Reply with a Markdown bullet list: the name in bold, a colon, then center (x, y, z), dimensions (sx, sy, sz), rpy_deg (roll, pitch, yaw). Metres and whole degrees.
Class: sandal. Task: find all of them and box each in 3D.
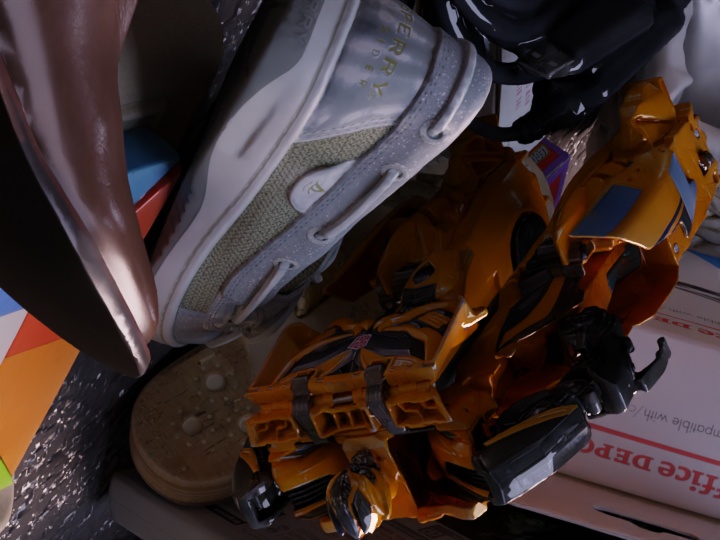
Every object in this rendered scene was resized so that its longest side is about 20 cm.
- **sandal**: center (0.004, 0.004, 0.805), dimensions (0.211, 0.078, 0.070), rpy_deg (-38, 162, -27)

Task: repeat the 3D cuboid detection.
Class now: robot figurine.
- **robot figurine**: center (0.035, 0.013, 0.702), dimensions (0.200, 0.145, 0.058), rpy_deg (-49, 120, -47)

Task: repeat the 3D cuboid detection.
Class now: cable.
- **cable**: center (0.082, -0.148, 0.722), dimensions (0.200, 0.051, 0.164), rpy_deg (-42, 132, -28)

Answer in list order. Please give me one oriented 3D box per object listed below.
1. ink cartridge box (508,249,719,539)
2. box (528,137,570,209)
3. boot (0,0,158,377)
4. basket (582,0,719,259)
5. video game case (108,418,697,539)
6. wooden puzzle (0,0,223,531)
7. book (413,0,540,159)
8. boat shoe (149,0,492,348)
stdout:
- **ink cartridge box**: center (0.119, 0.043, 0.839), dimensions (0.200, 0.115, 0.068), rpy_deg (-61, 166, -75)
- **box**: center (0.023, 0.039, 0.964), dimensions (0.137, 0.039, 0.200), rpy_deg (-42, 158, -29)
- **boot**: center (-0.032, -0.096, 0.528), dimensions (0.200, 0.064, 0.187), rpy_deg (-48, 142, -26)
- **basket**: center (0.201, -0.036, 0.977), dimensions (0.136, 0.199, 0.124), rpy_deg (-76, -173, -46)
- **video game case**: center (0.036, 0.101, 0.801), dimensions (0.181, 0.200, 0.023), rpy_deg (-9, 111, -38)
- **wooden puzzle**: center (-0.121, 0.021, 0.603), dimensions (0.185, 0.037, 0.201), rpy_deg (-22, 143, -56)
- **book**: center (0.097, -0.142, 0.827), dimensions (0.200, 0.048, 0.134), rpy_deg (-42, 154, -32)
- **boat shoe**: center (-0.021, -0.023, 0.655), dimensions (0.202, 0.065, 0.075), rpy_deg (123, -12, -60)
